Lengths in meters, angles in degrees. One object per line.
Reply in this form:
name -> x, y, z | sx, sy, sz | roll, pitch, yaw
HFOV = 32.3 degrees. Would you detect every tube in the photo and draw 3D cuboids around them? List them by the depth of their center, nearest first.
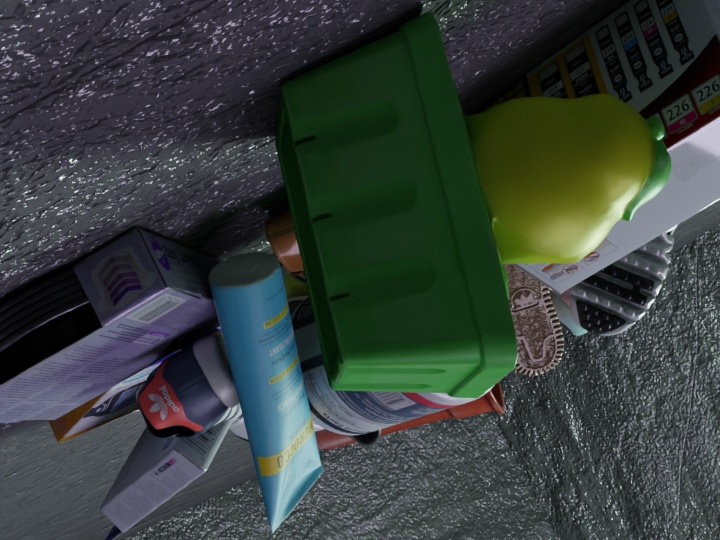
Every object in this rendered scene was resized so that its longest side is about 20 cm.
tube -> -0.065, 0.086, 0.897 | 0.050, 0.202, 0.077 | 10, -146, 33

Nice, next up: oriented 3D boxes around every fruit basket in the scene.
fruit basket -> 0.065, -0.038, 0.702 | 0.214, 0.217, 0.156 | -25, 170, -12

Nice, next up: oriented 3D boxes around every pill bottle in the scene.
pill bottle -> 0.009, 0.061, 0.956 | 0.119, 0.121, 0.199 | -19, 176, -40

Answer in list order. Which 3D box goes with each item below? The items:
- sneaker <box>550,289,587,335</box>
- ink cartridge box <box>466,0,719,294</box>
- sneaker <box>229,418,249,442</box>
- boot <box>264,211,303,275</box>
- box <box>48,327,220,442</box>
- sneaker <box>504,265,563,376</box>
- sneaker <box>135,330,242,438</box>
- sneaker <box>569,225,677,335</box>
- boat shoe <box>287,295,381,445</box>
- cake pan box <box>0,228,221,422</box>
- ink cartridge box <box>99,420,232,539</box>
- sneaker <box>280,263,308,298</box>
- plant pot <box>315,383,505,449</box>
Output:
sneaker -> 0.233, -0.045, 1.171 | 0.139, 0.201, 0.078 | -31, 137, 23
ink cartridge box -> 0.178, -0.113, 0.883 | 0.199, 0.177, 0.084 | -34, 138, 28
sneaker -> -0.115, 0.134, 1.265 | 0.074, 0.080, 0.200 | -51, -165, 4
boot -> 0.015, -0.036, 0.940 | 0.154, 0.077, 0.200 | -27, 172, 4
box -> -0.193, 0.085, 1.093 | 0.118, 0.042, 0.200 | -21, 166, -38
sneaker -> 0.129, -0.019, 1.077 | 0.071, 0.201, 0.113 | -12, -147, -2
sneaker -> -0.131, 0.096, 0.985 | 0.084, 0.075, 0.200 | -31, 170, -3
sneaker -> 0.241, -0.035, 1.064 | 0.081, 0.075, 0.201 | -33, 146, -62
boat shoe -> -0.017, 0.093, 1.115 | 0.066, 0.057, 0.200 | -8, 145, 19
cake pan box -> -0.191, 0.046, 0.875 | 0.183, 0.053, 0.200 | -31, 170, 7
ink cartridge box -> -0.170, 0.143, 1.169 | 0.200, 0.043, 0.197 | -38, -161, 41
sneaker -> 0.000, 0.000, 1.075 | 0.199, 0.077, 0.075 | -29, 172, 19
plant pot -> 0.024, 0.084, 1.285 | 0.194, 0.202, 0.201 | -21, 171, 9
